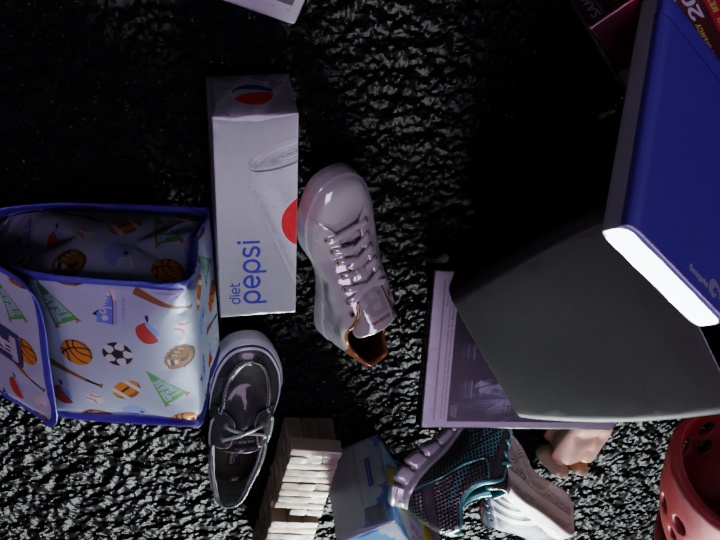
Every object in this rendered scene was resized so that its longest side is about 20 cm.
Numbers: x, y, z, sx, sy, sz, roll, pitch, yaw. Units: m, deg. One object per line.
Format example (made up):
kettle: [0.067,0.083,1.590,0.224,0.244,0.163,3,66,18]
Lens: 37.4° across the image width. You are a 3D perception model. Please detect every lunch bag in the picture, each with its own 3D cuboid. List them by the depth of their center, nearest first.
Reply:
lunch bag: [-0.225,0.038,0.880,0.199,0.124,0.171,5,128,1]

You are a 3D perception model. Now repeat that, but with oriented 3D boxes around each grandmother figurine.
grandmother figurine: [0.257,0.130,1.102,0.121,0.061,0.201,-3,132,-46]

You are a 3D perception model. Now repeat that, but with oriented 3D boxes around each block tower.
block tower: [-0.069,0.236,1.114,0.054,0.058,0.201,5,129,-16]

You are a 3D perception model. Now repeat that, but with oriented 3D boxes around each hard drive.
hard drive: [0.230,-0.080,0.761,0.025,0.201,0.132,-13,141,43]

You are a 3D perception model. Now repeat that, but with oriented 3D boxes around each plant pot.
plant pot: [0.187,0.010,0.881,0.177,0.200,0.201,-22,111,24]
plant pot: [0.420,0.265,1.152,0.199,0.201,0.183,-7,132,-7]

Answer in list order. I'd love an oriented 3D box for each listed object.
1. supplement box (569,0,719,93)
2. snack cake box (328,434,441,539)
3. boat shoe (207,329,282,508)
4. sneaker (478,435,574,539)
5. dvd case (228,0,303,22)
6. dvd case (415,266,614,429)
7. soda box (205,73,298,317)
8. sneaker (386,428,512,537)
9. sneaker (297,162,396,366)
supplement box: [0.274,-0.219,0.815,0.199,0.061,0.109,-33,128,16]
snack cake box: [0.034,0.285,1.137,0.067,0.115,0.200,-23,130,7]
boat shoe: [-0.110,0.149,1.022,0.072,0.071,0.201,-1,128,-12]
sneaker: [0.151,0.240,1.158,0.084,0.075,0.200,-23,124,31]
dvd case: [-0.076,-0.278,0.704,0.150,0.025,0.201,14,123,-22]
dvd case: [0.155,0.076,1.008,0.199,0.025,0.151,2,98,-14]
soda box: [-0.087,-0.057,0.865,0.068,0.064,0.201,-4,129,-10]
sneaker: [0.120,0.180,1.046,0.200,0.091,0.078,-45,157,-15]
sneaker: [0.000,0.000,0.908,0.073,0.085,0.201,-30,139,-22]
